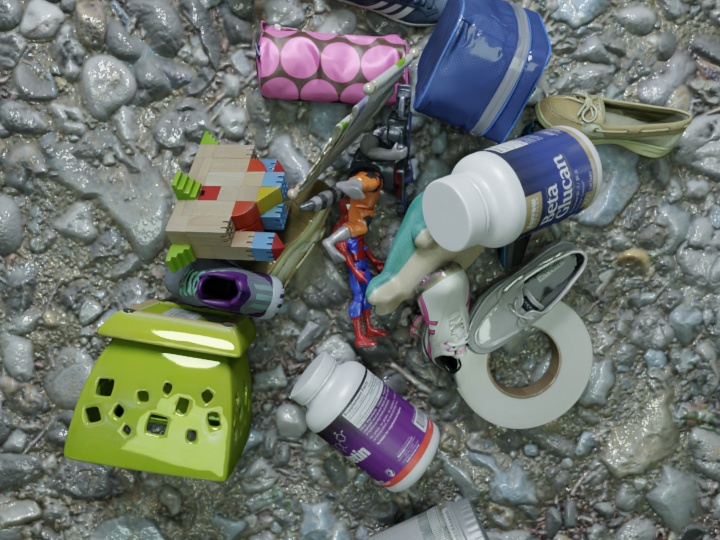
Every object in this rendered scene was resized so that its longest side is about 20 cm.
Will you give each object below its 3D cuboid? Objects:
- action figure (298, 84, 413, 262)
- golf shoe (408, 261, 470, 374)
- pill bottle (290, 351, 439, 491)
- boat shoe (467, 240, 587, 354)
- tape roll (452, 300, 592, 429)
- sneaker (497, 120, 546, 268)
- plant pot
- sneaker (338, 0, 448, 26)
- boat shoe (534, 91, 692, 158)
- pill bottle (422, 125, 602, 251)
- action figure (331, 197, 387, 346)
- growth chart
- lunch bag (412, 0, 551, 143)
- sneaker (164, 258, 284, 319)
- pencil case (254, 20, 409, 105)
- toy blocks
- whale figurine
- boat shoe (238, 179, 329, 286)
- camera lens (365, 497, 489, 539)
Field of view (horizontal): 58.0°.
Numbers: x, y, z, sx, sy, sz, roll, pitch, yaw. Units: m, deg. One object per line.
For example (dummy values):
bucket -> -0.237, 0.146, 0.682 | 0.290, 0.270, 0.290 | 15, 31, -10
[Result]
action figure -> 0.009, -0.134, 0.812 | 0.104, 0.194, 0.201 | 15, 134, 15
golf shoe -> 0.116, 0.063, 0.833 | 0.072, 0.200, 0.092 | -29, 63, -14
pill bottle -> 0.004, 0.204, 0.895 | 0.200, 0.112, 0.113 | 39, 96, -7
boat shoe -> 0.216, 0.037, 0.863 | 0.074, 0.065, 0.200 | 41, 94, -7
tape roll -> 0.228, 0.126, 0.929 | 0.202, 0.037, 0.204 | 0, 99, -3
sneaker -> 0.239, -0.095, 0.875 | 0.082, 0.073, 0.201 | 14, 99, -4
plant pot -> -0.237, 0.140, 0.838 | 0.198, 0.200, 0.182 | 10, 93, -3
sneaker -> 0.041, -0.360, 0.820 | 0.199, 0.085, 0.075 | 8, 99, -4
boat shoe -> 0.329, -0.201, 0.852 | 0.200, 0.063, 0.073 | 13, 54, -7
pill bottle -> 0.173, -0.091, 0.751 | 0.199, 0.111, 0.112 | -22, 101, -27
action figure -> 0.000, 0.000, 0.888 | 0.051, 0.065, 0.201 | -8, 102, 31
growth chart -> -0.012, -0.170, 0.779 | 0.018, 0.145, 0.200 | 43, 132, -1
lunch bag -> 0.151, -0.254, 0.791 | 0.132, 0.200, 0.136 | 22, 129, -9
sneaker -> -0.193, 0.012, 0.817 | 0.199, 0.087, 0.075 | 7, 85, 33
pencil case -> -0.034, -0.263, 0.833 | 0.199, 0.091, 0.094 | 3, 99, -5
toy blocks -> -0.150, -0.088, 0.815 | 0.136, 0.201, 0.100 | 2, 143, 9
whale figurine -> 0.078, -0.031, 0.852 | 0.200, 0.159, 0.104 | -41, 68, -2
boat shoe -> -0.099, -0.031, 0.876 | 0.073, 0.063, 0.201 | 33, 93, 32
camera lens -> 0.093, 0.430, 0.910 | 0.199, 0.160, 0.160 | -27, 99, 2
